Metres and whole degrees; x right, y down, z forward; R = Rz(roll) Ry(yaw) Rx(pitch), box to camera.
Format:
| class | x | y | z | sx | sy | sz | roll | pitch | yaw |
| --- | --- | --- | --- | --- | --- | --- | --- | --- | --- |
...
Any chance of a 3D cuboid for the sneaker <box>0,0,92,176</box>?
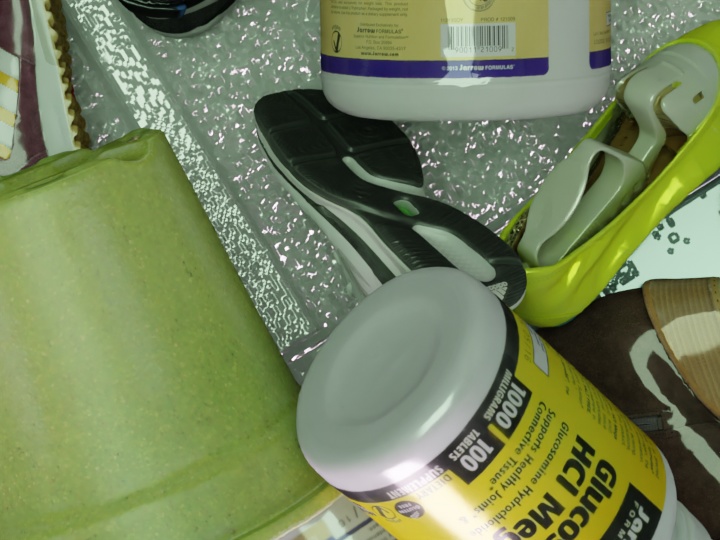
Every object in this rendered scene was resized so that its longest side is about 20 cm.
| class | x | y | z | sx | sy | sz | roll | pitch | yaw |
| --- | --- | --- | --- | --- | --- | --- | --- | --- | --- |
| sneaker | -0.193 | -0.096 | 1.226 | 0.090 | 0.075 | 0.201 | -13 | 87 | 0 |

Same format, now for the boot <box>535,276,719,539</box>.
| class | x | y | z | sx | sy | sz | roll | pitch | yaw |
| --- | --- | --- | --- | --- | --- | --- | --- | --- | --- |
| boot | 0.148 | 0.109 | 1.206 | 0.166 | 0.072 | 0.201 | -16 | 88 | 17 |

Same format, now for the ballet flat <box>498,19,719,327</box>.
| class | x | y | z | sx | sy | sz | roll | pitch | yaw |
| --- | --- | --- | --- | --- | --- | --- | --- | --- | --- |
| ballet flat | 0.135 | -0.058 | 1.181 | 0.200 | 0.067 | 0.067 | -50 | 51 | -6 |

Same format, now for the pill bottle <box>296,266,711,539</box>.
| class | x | y | z | sx | sy | sz | roll | pitch | yaw |
| --- | --- | --- | --- | --- | --- | --- | --- | --- | --- |
| pill bottle | 0.073 | 0.097 | 1.097 | 0.113 | 0.112 | 0.200 | -47 | 121 | 2 |

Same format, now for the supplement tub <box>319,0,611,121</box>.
| class | x | y | z | sx | sy | sz | roll | pitch | yaw |
| --- | --- | --- | --- | --- | --- | --- | --- | --- | --- |
| supplement tub | 0.050 | -0.178 | 1.156 | 0.145 | 0.145 | 0.201 | 0 | 99 | 5 |

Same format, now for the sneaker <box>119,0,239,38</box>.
| class | x | y | z | sx | sy | sz | roll | pitch | yaw |
| --- | --- | --- | --- | --- | --- | --- | --- | --- | --- |
| sneaker | -0.046 | -0.201 | 1.196 | 0.073 | 0.112 | 0.200 | 40 | 92 | 4 |

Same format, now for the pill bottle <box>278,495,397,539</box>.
| class | x | y | z | sx | sy | sz | roll | pitch | yaw |
| --- | --- | --- | --- | --- | --- | --- | --- | --- | --- |
| pill bottle | 0.029 | 0.194 | 1.176 | 0.119 | 0.120 | 0.200 | -34 | 85 | 4 |

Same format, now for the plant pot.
| class | x | y | z | sx | sy | sz | roll | pitch | yaw |
| --- | --- | --- | --- | --- | --- | --- | --- | --- | --- |
| plant pot | -0.123 | 0.040 | 1.118 | 0.200 | 0.200 | 0.185 | -20 | 100 | 4 |

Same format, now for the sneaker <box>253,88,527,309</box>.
| class | x | y | z | sx | sy | sz | roll | pitch | yaw |
| --- | --- | --- | --- | --- | --- | --- | --- | --- | --- |
| sneaker | 0.000 | 0.000 | 1.197 | 0.201 | 0.075 | 0.116 | 48 | 138 | 38 |
